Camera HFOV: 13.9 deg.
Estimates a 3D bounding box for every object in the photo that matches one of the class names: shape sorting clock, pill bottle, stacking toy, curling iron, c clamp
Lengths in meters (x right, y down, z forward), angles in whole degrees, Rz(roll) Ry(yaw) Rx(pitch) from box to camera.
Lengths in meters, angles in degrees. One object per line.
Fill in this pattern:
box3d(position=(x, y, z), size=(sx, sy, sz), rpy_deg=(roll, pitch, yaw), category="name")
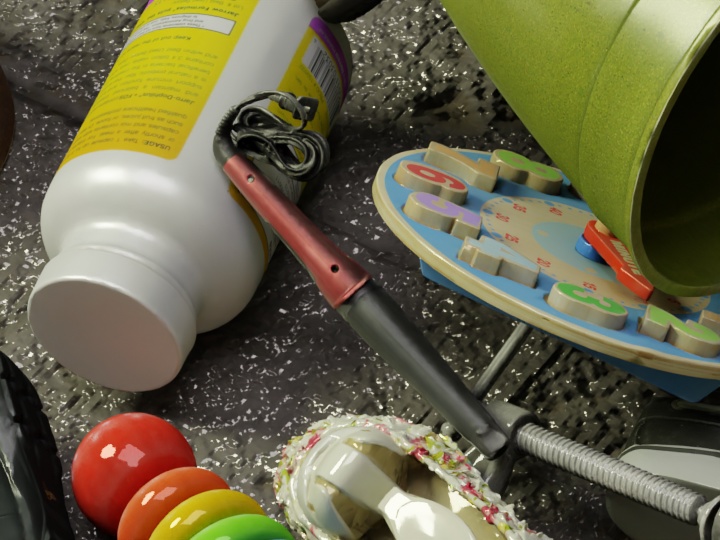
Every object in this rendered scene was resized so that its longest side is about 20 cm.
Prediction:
box3d(position=(0.101, -0.007, 1.271), size=(0.200, 0.039, 0.200), rpy_deg=(22, 20, -8), category="shape sorting clock")
box3d(position=(-0.080, -0.043, 1.343), size=(0.104, 0.104, 0.200), rpy_deg=(11, 49, 15), category="pill bottle")
box3d(position=(-0.054, 0.126, 1.212), size=(0.085, 0.085, 0.200), rpy_deg=(-28, 44, -19), category="stacking toy")
box3d(position=(0.000, 0.000, 1.251), size=(0.026, 0.050, 0.200), rpy_deg=(2, 49, -57), category="curling iron")
box3d(position=(0.088, 0.101, 1.198), size=(0.200, 0.027, 0.171), rpy_deg=(29, 77, 45), category="c clamp")

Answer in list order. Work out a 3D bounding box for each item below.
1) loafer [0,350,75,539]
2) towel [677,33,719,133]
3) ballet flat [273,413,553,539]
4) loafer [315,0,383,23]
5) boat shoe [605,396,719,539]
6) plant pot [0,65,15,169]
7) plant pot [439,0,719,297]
box3d(position=(-0.153, 0.122, 1.231), size=(0.070, 0.068, 0.201), rpy_deg=(-28, 53, 9), category="loafer")
box3d(position=(0.149, -0.127, 1.330), size=(0.200, 0.030, 0.146), rpy_deg=(39, 99, 19), category="towel")
box3d(position=(0.021, 0.099, 1.195), size=(0.200, 0.064, 0.076), rpy_deg=(29, 80, 47), category="ballet flat")
box3d(position=(0.028, -0.195, 1.381), size=(0.071, 0.073, 0.200), rpy_deg=(42, 61, -10), category="loafer")
box3d(position=(0.203, 0.091, 1.217), size=(0.200, 0.071, 0.064), rpy_deg=(13, 51, 18), category="boat shoe")
box3d(position=(-0.268, -0.131, 1.376), size=(0.187, 0.200, 0.187), rpy_deg=(-3, 48, 3), category="plant pot")
box3d(position=(0.122, -0.125, 1.236), size=(0.200, 0.201, 0.193), rpy_deg=(-33, 56, -23), category="plant pot")
